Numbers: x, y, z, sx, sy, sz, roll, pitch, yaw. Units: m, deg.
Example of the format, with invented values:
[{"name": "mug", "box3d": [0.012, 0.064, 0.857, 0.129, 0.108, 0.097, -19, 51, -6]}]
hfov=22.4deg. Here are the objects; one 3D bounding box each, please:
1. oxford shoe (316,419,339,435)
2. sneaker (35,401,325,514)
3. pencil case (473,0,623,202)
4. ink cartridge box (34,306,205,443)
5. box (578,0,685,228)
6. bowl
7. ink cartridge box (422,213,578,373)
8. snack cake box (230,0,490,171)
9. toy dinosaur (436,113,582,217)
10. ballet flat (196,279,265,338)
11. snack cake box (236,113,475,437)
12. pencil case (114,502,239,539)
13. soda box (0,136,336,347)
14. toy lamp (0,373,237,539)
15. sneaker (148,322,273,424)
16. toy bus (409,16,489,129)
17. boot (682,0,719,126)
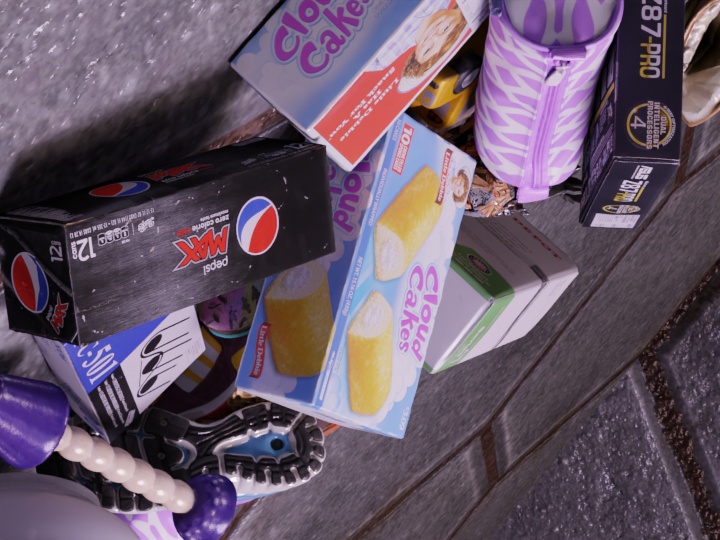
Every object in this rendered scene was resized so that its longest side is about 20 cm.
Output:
[{"name": "oxford shoe", "box3d": [-0.028, 0.076, 1.580, 0.072, 0.071, 0.200, 10, 129, -38]}, {"name": "sneaker", "box3d": [-0.129, 0.143, 1.279, 0.200, 0.078, 0.090, 1, 156, -16]}, {"name": "pencil case", "box3d": [0.118, -0.124, 1.159, 0.084, 0.086, 0.200, -11, 158, -4]}, {"name": "ink cartridge box", "box3d": [-0.153, 0.036, 1.148, 0.094, 0.044, 0.200, -46, 164, -15]}, {"name": "box", "box3d": [0.181, -0.125, 1.222, 0.200, 0.049, 0.161, 84, 8, -78]}, {"name": "bowl", "box3d": [-0.219, 0.191, 1.181, 0.201, 0.201, 0.090, 104, -12, -59]}, {"name": "ink cartridge box", "box3d": [0.070, -0.007, 1.452, 0.084, 0.146, 0.200, -53, 163, 21]}, {"name": "snack cake box", "box3d": [0.024, -0.164, 1.099, 0.200, 0.067, 0.115, -48, 166, 2]}, {"name": "toy dinosaur", "box3d": [0.085, -0.084, 1.352, 0.136, 0.200, 0.102, -22, 126, -14]}, {"name": "ballet flat", "box3d": [-0.045, -0.032, 1.257, 0.200, 0.069, 0.071, -40, 145, -41]}, {"name": "snack cake box", "box3d": [0.000, 0.000, 1.208, 0.115, 0.067, 0.200, 26, 77, -53]}, {"name": "pencil case", "box3d": [-0.164, 0.199, 1.405, 0.200, 0.086, 0.084, -43, 176, -22]}, {"name": "soda box", "box3d": [-0.105, -0.020, 1.019, 0.200, 0.063, 0.071, -21, 113, -44]}, {"name": "toy lamp", "box3d": [-0.163, 0.119, 1.143, 0.200, 0.058, 0.058, 33, 101, -38]}, {"name": "sneaker", "box3d": [-0.098, 0.072, 1.333, 0.075, 0.090, 0.200, 20, 143, -38]}, {"name": "toy bus", "box3d": [0.083, -0.160, 1.271, 0.200, 0.065, 0.078, -34, 161, -43]}, {"name": "boot", "box3d": [0.248, -0.154, 1.293, 0.200, 0.066, 0.175, -59, 164, -55]}]
